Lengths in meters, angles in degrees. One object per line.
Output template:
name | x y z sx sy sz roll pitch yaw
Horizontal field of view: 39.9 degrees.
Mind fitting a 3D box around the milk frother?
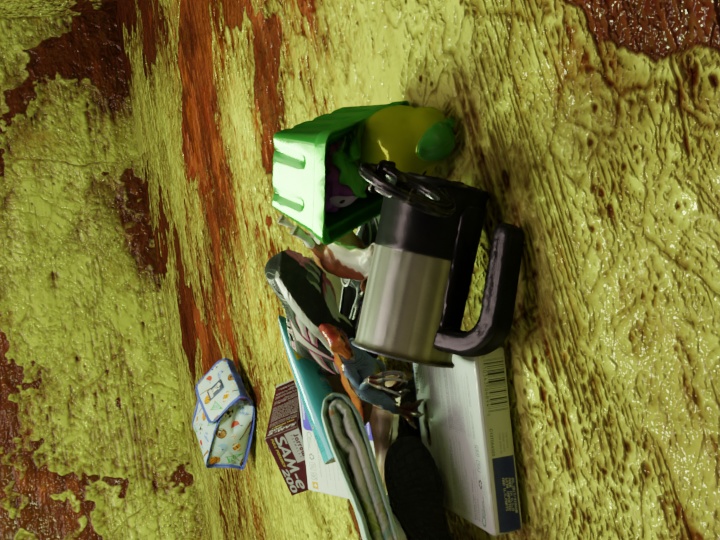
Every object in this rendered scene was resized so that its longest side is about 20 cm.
milk frother | 0.047 -0.005 1.007 0.179 0.197 0.192 13 92 55

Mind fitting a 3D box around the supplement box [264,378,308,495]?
supplement box | -0.100 0.263 1.613 0.200 0.060 0.110 -89 -23 -74

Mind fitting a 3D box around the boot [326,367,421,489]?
boot | -0.006 0.192 1.359 0.198 0.066 0.179 15 101 41

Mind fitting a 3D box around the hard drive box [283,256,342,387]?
hard drive box | -0.059 0.104 1.566 0.157 0.075 0.203 -121 31 -47

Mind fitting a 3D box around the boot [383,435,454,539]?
boot | 0.071 0.311 1.200 0.131 0.067 0.203 105 147 -69

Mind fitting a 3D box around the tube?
tube | -0.063 0.156 1.328 0.077 0.050 0.202 55 -169 -74

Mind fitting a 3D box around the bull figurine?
bull figurine | -0.035 -0.035 1.257 0.065 0.121 0.200 -52 17 -5

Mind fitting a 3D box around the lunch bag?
lunch bag | -0.315 0.329 2.300 0.170 0.122 0.203 53 131 53

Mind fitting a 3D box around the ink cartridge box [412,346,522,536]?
ink cartridge box | 0.119 0.183 1.145 0.200 0.043 0.200 178 85 -74

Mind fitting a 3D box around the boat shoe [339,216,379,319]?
boat shoe | -0.001 -0.001 1.378 0.074 0.067 0.202 -120 30 -47

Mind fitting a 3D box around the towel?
towel | 0.007 0.261 1.163 0.172 0.047 0.202 79 174 -62

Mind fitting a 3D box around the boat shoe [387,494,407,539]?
boat shoe | 0.062 0.351 1.321 0.070 0.066 0.202 33 154 39

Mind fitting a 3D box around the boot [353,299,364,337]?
boot | 0.054 0.034 1.203 0.201 0.089 0.074 110 147 -52

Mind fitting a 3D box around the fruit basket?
fruit basket | 0.019 -0.126 1.168 0.216 0.212 0.158 -132 41 -58

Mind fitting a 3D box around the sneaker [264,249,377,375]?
sneaker | -0.067 0.069 1.271 0.085 0.081 0.201 -20 116 33

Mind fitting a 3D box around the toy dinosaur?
toy dinosaur | -0.003 0.127 1.169 0.200 0.180 0.106 -43 36 24

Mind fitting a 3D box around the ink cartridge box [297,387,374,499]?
ink cartridge box | -0.001 0.237 1.437 0.198 0.043 0.202 4 103 39
